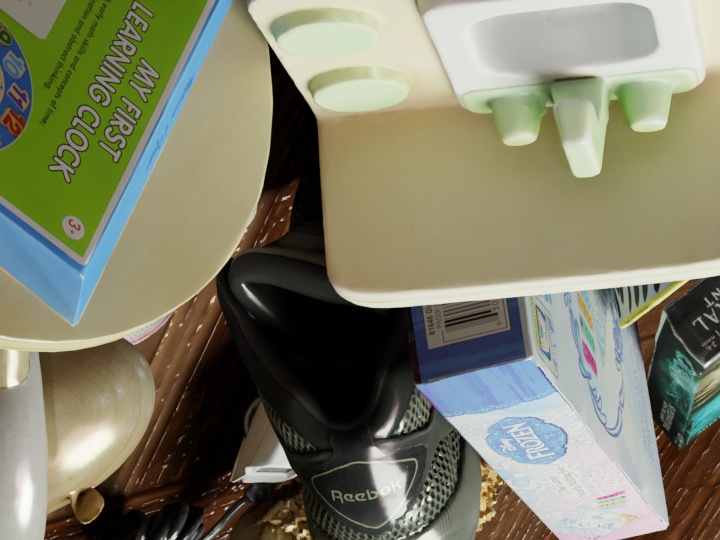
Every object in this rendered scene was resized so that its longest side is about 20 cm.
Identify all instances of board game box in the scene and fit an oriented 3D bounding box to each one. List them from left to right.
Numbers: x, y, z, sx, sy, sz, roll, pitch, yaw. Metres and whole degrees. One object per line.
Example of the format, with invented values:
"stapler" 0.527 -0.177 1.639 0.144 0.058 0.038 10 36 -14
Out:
"board game box" 0.051 -0.028 1.013 0.043 0.201 0.199 -13 157 15
"board game box" 0.188 -0.018 1.077 0.200 0.028 0.135 -38 166 -7

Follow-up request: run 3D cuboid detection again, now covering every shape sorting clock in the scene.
"shape sorting clock" -0.102 -0.073 0.752 0.200 0.201 0.039 -11 163 -45

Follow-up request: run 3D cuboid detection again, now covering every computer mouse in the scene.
"computer mouse" -0.027 0.053 1.183 0.200 0.044 0.110 -43 -179 -9

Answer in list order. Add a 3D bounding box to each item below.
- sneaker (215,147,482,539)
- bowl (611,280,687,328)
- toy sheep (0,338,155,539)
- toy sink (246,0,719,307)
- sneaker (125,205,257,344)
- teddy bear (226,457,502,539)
"sneaker" 0.000 0.000 1.025 0.076 0.200 0.115 -9 132 10
"bowl" 0.138 -0.078 1.005 0.200 0.094 0.201 -38 176 -3
"toy sheep" -0.162 0.045 0.921 0.199 0.138 0.138 -2 142 -10
"toy sink" 0.039 -0.104 0.820 0.130 0.201 0.112 -5 164 10
"sneaker" -0.078 -0.027 0.958 0.081 0.088 0.200 -31 152 -18
"teddy bear" 0.024 0.079 1.217 0.200 0.067 0.145 -44 -173 -30
